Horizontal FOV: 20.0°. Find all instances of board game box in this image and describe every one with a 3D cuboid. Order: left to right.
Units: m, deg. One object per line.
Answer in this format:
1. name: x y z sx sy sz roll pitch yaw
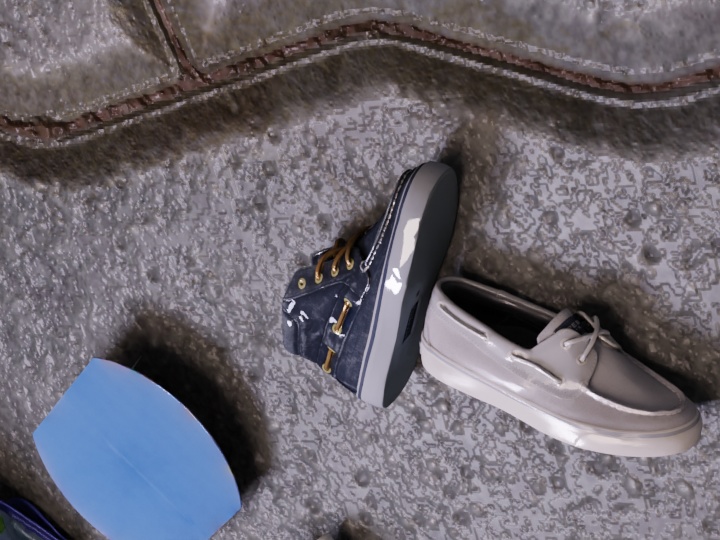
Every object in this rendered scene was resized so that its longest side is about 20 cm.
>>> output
1. board game box: -0.164 0.142 1.577 0.158 0.039 0.200 43 137 0

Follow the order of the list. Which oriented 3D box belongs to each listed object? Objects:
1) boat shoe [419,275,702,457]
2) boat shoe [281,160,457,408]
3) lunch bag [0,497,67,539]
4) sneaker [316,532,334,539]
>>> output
1. boat shoe: 0.128 0.056 1.301 0.199 0.072 0.069 25 128 33
2. boat shoe: 0.000 0.000 1.350 0.091 0.071 0.201 27 130 16
3. lunch bag: -0.333 0.275 1.719 0.199 0.128 0.170 20 132 -12
4. sneaker: 0.008 0.264 1.495 0.199 0.081 0.147 -10 93 21
